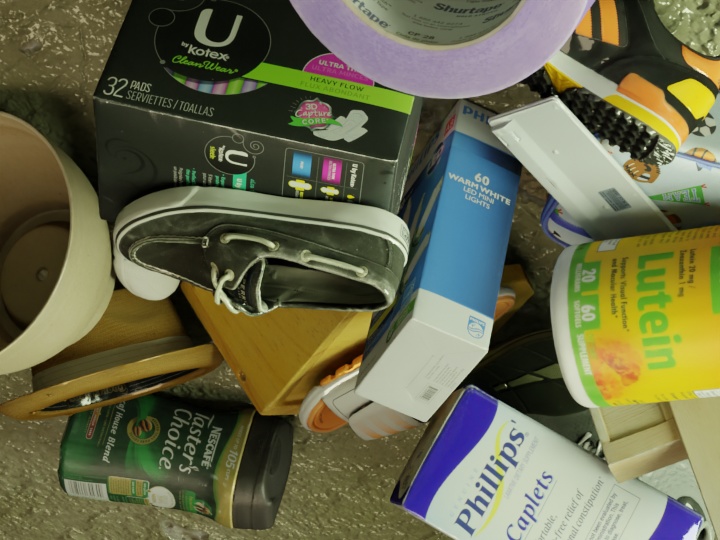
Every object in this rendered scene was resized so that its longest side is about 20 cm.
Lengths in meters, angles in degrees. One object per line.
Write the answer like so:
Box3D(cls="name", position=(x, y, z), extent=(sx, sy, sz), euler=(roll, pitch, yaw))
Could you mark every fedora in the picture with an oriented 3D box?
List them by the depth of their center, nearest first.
Box3D(cls="fedora", position=(-0.209, 0.064, 1.486), extent=(0.200, 0.082, 0.201), euler=(-15, 173, -2))

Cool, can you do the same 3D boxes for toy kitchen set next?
Box3D(cls="toy kitchen set", position=(0.286, 0.134, 1.282), extent=(0.199, 0.164, 0.181), euler=(-21, 150, 10))

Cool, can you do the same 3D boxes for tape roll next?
Box3D(cls="tape roll", position=(0.051, -0.207, 1.042), extent=(0.199, 0.085, 0.201), euler=(11, 122, 18))

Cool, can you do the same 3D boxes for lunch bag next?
Box3D(cls="lunch bag", position=(0.232, -0.049, 1.240), extent=(0.199, 0.076, 0.160), euler=(19, 144, -4))

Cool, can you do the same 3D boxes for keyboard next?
Box3D(cls="keyboard", position=(0.164, -0.047, 1.204), extent=(0.056, 0.011, 0.200), euler=(-20, 131, 35))

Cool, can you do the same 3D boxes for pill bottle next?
Box3D(cls="pill bottle", position=(0.234, 0.026, 1.176), extent=(0.199, 0.111, 0.111), euler=(-8, 137, 23))

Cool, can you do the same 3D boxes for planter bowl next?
Box3D(cls="planter bowl", position=(-0.271, -0.008, 1.380), extent=(0.199, 0.201, 0.135), euler=(-4, 164, 22))

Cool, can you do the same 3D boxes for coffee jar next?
Box3D(cls="coffee jar", position=(-0.162, 0.165, 1.605), extent=(0.199, 0.105, 0.085), euler=(10, 144, 4))

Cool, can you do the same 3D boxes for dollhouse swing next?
Box3D(cls="dollhouse swing", position=(0.000, 0.000, 1.406), extent=(0.182, 0.175, 0.200), euler=(56, 142, 15))

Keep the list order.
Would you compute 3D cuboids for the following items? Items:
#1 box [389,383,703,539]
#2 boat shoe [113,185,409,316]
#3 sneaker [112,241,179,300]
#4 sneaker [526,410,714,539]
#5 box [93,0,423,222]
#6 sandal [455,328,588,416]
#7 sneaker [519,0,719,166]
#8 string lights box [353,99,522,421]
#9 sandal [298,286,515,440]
Box3D(cls="box", position=(0.134, 0.180, 1.359), extent=(0.200, 0.105, 0.184), euler=(29, 173, 1))
Box3D(cls="boat shoe", position=(-0.070, -0.008, 1.153), extent=(0.199, 0.064, 0.071), euler=(2, 143, 16))
Box3D(cls="sneaker", position=(-0.137, -0.039, 1.355), extent=(0.080, 0.071, 0.201), euler=(24, 140, 10))
Box3D(cls="sneaker", position=(0.215, 0.173, 1.481), extent=(0.199, 0.116, 0.075), euler=(23, 143, -10))
Box3D(cls="box", position=(-0.062, -0.105, 1.204), extent=(0.199, 0.149, 0.125), euler=(11, 142, 3))
Box3D(cls="sandal", position=(0.128, 0.080, 1.446), extent=(0.201, 0.057, 0.080), euler=(-21, 119, 45))
Box3D(cls="sneaker", position=(0.141, -0.157, 1.149), extent=(0.200, 0.090, 0.070), euler=(39, 167, 8))
Box3D(cls="string lights box", position=(0.058, -0.009, 1.242), extent=(0.059, 0.201, 0.103), euler=(23, 141, -11))
Box3D(cls="sandal", position=(0.038, 0.084, 1.356), extent=(0.206, 0.059, 0.079), euler=(-36, 156, 28))
